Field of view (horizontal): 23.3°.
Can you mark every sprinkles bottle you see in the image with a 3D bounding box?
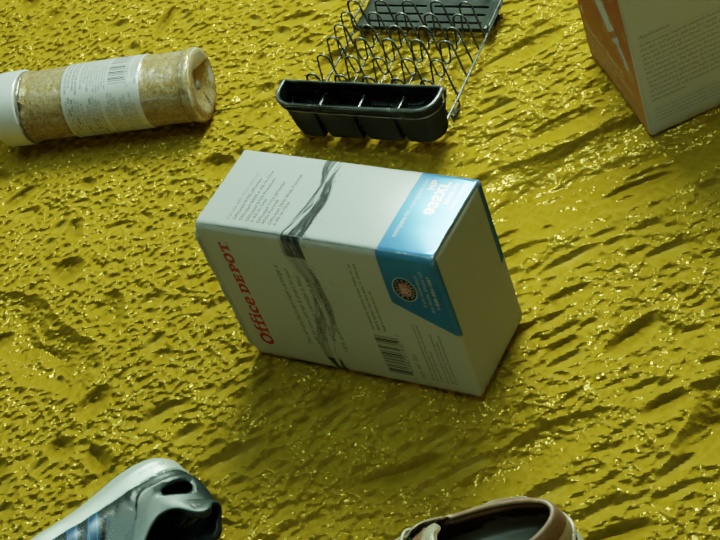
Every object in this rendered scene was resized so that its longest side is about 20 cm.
[{"bbox_3d":[-0.231,-0.155,1.568,0.199,0.068,0.068,-5,46,18],"label":"sprinkles bottle"}]

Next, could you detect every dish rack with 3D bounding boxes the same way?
[{"bbox_3d":[0.033,-0.190,1.501,0.153,0.055,0.200,6,51,27],"label":"dish rack"}]

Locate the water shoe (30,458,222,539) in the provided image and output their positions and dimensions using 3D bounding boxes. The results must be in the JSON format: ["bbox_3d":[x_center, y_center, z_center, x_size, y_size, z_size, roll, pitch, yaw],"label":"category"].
[{"bbox_3d":[-0.182,0.209,1.195,0.200,0.072,0.079,-44,49,-19],"label":"water shoe"}]

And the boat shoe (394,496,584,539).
[{"bbox_3d":[0.044,0.190,1.117,0.199,0.072,0.076,-21,43,3],"label":"boat shoe"}]

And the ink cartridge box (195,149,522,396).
[{"bbox_3d":[0.000,0.000,1.266,0.199,0.145,0.084,9,52,30],"label":"ink cartridge box"}]

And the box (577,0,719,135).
[{"bbox_3d":[0.225,-0.228,1.351,0.097,0.200,0.125,-24,43,-1],"label":"box"}]
